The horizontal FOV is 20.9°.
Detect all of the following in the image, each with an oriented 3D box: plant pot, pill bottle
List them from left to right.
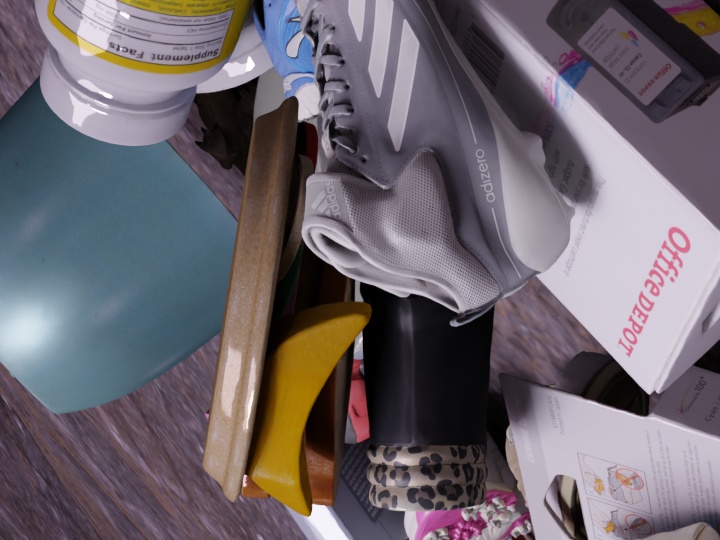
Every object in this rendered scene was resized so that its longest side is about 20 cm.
[{"bbox_3d":[-0.173,-0.010,1.212,0.201,0.161,0.201,46,174,6],"label":"plant pot"},{"bbox_3d":[-0.106,-0.168,1.009,0.112,0.112,0.201,43,133,23],"label":"pill bottle"}]

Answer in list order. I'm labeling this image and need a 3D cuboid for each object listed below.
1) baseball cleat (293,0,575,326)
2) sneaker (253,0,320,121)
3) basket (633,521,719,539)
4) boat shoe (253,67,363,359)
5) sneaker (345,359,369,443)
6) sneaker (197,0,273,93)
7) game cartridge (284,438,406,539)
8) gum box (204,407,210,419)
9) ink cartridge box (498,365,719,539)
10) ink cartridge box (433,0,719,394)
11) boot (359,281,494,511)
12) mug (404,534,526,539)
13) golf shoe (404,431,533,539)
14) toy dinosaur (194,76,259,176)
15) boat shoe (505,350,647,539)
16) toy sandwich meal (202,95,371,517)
[{"bbox_3d":[0.001,-0.070,0.803,0.201,0.106,0.070,52,163,11],"label":"baseball cleat"},{"bbox_3d":[-0.012,-0.135,1.002,0.089,0.078,0.200,54,159,-10],"label":"sneaker"},{"bbox_3d":[0.165,0.241,0.969,0.139,0.176,0.201,-28,97,42],"label":"basket"},{"bbox_3d":[-0.007,-0.041,1.127,0.070,0.071,0.203,-41,57,44],"label":"boat shoe"},{"bbox_3d":[0.000,0.000,1.203,0.071,0.097,0.202,95,159,-77],"label":"sneaker"},{"bbox_3d":[-0.116,-0.177,1.159,0.199,0.074,0.116,22,147,55],"label":"sneaker"},{"bbox_3d":[-0.008,0.108,1.257,0.040,0.200,0.134,-27,99,23],"label":"game cartridge"},{"bbox_3d":[-0.027,0.128,1.431,0.114,0.066,0.200,49,163,-14],"label":"gum box"},{"bbox_3d":[0.171,0.129,1.018,0.175,0.045,0.201,18,142,31],"label":"ink cartridge box"},{"bbox_3d":[0.102,-0.065,0.860,0.200,0.085,0.148,46,158,16],"label":"ink cartridge box"},{"bbox_3d":[0.038,0.040,1.005,0.203,0.073,0.156,4,-95,-79],"label":"boot"},{"bbox_3d":[0.089,0.266,1.356,0.199,0.133,0.179,22,145,48],"label":"mug"},{"bbox_3d":[0.057,0.133,1.222,0.092,0.075,0.200,60,-174,16],"label":"golf shoe"},{"bbox_3d":[-0.083,-0.092,1.275,0.201,0.058,0.101,59,174,4],"label":"toy dinosaur"},{"bbox_3d":[0.116,0.103,1.111,0.068,0.075,0.201,36,155,24],"label":"boat shoe"},{"bbox_3d":[-0.028,0.021,0.901,0.069,0.207,0.206,9,156,-4],"label":"toy sandwich meal"}]
